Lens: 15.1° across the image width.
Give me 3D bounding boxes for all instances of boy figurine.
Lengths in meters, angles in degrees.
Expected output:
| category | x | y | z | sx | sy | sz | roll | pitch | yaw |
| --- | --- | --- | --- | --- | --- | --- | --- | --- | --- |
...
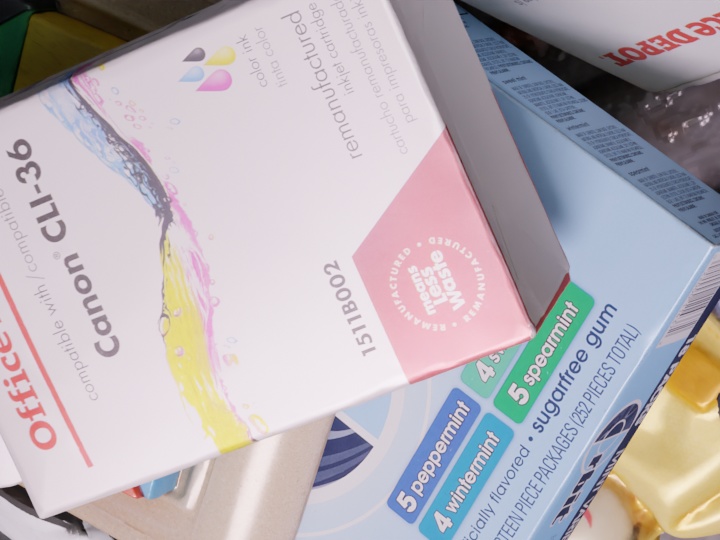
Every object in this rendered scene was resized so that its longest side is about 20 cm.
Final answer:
| category | x | y | z | sx | sy | sz | roll | pitch | yaw |
| --- | --- | --- | --- | --- | --- | --- | --- | --- | --- |
| boy figurine | 0.112 | 0.040 | 0.940 | 0.124 | 0.064 | 0.200 | 44 | 106 | 1 |

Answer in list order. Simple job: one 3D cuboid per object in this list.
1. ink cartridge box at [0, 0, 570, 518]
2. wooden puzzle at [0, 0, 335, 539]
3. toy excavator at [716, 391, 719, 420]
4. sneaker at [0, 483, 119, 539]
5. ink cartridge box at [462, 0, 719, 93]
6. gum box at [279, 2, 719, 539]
| category | x | y | z | sx | sy | sz | roll | pitch | yaw |
| --- | --- | --- | --- | --- | --- | --- | --- | --- | --- |
| ink cartridge box | -0.056 | -0.006 | 0.778 | 0.200 | 0.067 | 0.117 | -22 | 99 | 19 |
| wooden puzzle | -0.093 | -0.015 | 0.853 | 0.200 | 0.037 | 0.185 | 24 | 110 | 18 |
| toy excavator | 0.204 | -0.038 | 0.842 | 0.100 | 0.200 | 0.195 | 16 | 109 | 27 |
| sneaker | -0.060 | 0.122 | 0.903 | 0.080 | 0.200 | 0.086 | -21 | 136 | -32 |
| ink cartridge box | 0.048 | -0.136 | 0.793 | 0.200 | 0.147 | 0.083 | 25 | 77 | -18 |
| gum box | 0.000 | 0.000 | 0.861 | 0.200 | 0.045 | 0.170 | 39 | 114 | 19 |
